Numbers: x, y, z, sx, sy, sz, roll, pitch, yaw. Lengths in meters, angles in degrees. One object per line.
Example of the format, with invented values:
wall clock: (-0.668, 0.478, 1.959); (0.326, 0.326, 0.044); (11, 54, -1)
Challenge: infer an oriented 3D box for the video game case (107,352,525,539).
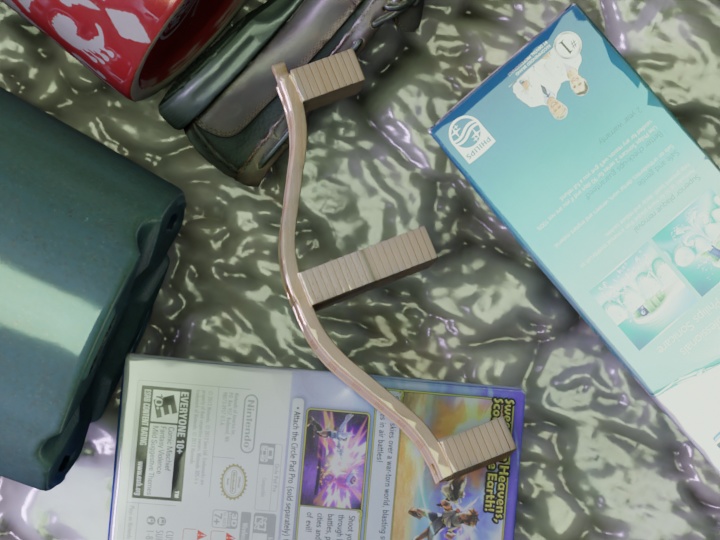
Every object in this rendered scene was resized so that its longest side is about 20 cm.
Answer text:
video game case: (-0.025, 0.144, 1.039); (0.181, 0.045, 0.201); (5, 87, -6)

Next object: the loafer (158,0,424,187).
loafer: (-0.003, -0.121, 1.073); (0.200, 0.072, 0.063); (-41, 101, 11)

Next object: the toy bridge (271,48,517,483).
toy bridge: (0.000, 0.000, 1.020); (0.067, 0.027, 0.201); (-21, 82, -11)

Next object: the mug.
mug: (-0.145, -0.183, 1.042); (0.200, 0.178, 0.134); (41, 86, 5)

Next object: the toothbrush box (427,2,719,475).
toothbrush box: (0.130, -0.005, 0.996); (0.085, 0.146, 0.200); (-42, 82, 5)

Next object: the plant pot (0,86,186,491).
plant pot: (-0.195, -0.007, 1.033); (0.196, 0.200, 0.201); (25, 90, 1)
